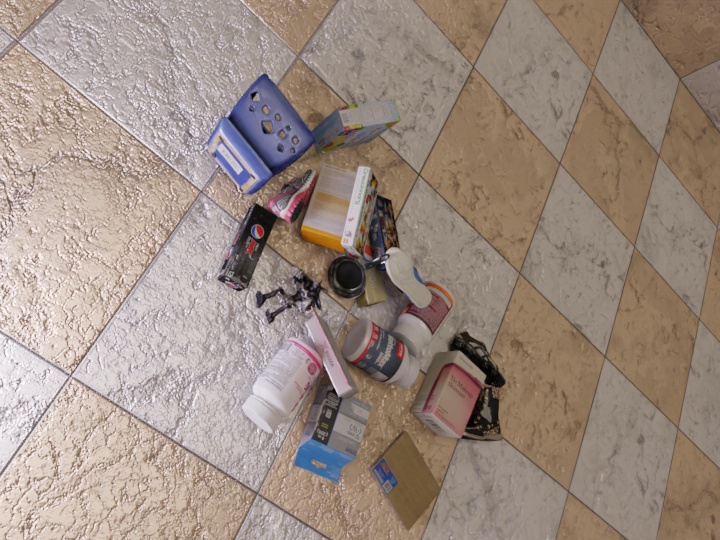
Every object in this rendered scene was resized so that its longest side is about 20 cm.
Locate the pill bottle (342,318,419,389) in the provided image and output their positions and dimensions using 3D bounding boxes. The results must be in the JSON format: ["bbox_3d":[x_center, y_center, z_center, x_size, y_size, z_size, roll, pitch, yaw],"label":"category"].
[{"bbox_3d":[0.059,0.227,1.516,0.197,0.118,0.122,34,65,-22],"label":"pill bottle"}]

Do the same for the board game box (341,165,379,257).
[{"bbox_3d":[0.001,-0.149,1.471,0.033,0.126,0.207,11,83,15],"label":"board game box"}]

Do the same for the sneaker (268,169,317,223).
[{"bbox_3d":[-0.167,-0.207,1.470,0.073,0.082,0.202,24,40,3],"label":"sneaker"}]

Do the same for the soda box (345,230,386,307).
[{"bbox_3d":[0.010,-0.006,1.565,0.066,0.063,0.207,-10,85,-32],"label":"soda box"}]

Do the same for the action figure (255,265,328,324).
[{"bbox_3d":[-0.157,0.061,1.427,0.196,0.102,0.122,-23,80,-31],"label":"action figure"}]

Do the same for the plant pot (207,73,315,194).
[{"bbox_3d":[-0.254,-0.314,1.390,0.201,0.198,0.180,49,66,-14],"label":"plant pot"}]

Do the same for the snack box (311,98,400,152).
[{"bbox_3d":[-0.013,-0.397,1.567,0.196,0.167,0.070,-21,91,-32],"label":"snack box"}]

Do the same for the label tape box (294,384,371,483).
[{"bbox_3d":[-0.067,0.410,1.432,0.141,0.066,0.206,30,65,-23],"label":"label tape box"}]

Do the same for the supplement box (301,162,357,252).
[{"bbox_3d":[-0.071,-0.168,1.514,0.122,0.074,0.206,16,70,4],"label":"supplement box"}]

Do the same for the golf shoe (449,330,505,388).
[{"bbox_3d":[0.363,0.258,1.701,0.199,0.078,0.094,44,45,5],"label":"golf shoe"}]

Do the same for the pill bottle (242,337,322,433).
[{"bbox_3d":[-0.185,0.273,1.358,0.114,0.112,0.202,45,61,-15],"label":"pill bottle"}]

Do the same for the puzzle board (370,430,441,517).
[{"bbox_3d":[0.123,0.568,1.548,0.149,0.017,0.204,-36,99,-31],"label":"puzzle board"}]

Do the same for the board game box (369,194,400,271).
[{"bbox_3d":[0.067,-0.102,1.594,0.135,0.034,0.208,4,75,-66],"label":"board game box"}]

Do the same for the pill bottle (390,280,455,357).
[{"bbox_3d":[0.174,0.137,1.608,0.115,0.113,0.201,49,59,-13],"label":"pill bottle"}]

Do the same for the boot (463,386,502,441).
[{"bbox_3d":[0.347,0.420,1.682,0.195,0.072,0.156,14,74,-33],"label":"boot"}]

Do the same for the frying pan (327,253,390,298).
[{"bbox_3d":[-0.013,-0.011,1.500,0.114,0.191,0.031,41,24,5],"label":"frying pan"}]

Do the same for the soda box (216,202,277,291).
[{"bbox_3d":[-0.277,-0.057,1.397,0.070,0.063,0.205,30,67,-24],"label":"soda box"}]

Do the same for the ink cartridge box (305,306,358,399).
[{"bbox_3d":[-0.076,0.202,1.375,0.044,0.177,0.204,-27,71,0],"label":"ink cartridge box"}]

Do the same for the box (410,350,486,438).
[{"bbox_3d":[0.250,0.349,1.615,0.127,0.108,0.203,39,63,-18],"label":"box"}]

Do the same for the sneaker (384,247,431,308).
[{"bbox_3d":[0.113,0.006,1.543,0.076,0.111,0.201,-41,119,1],"label":"sneaker"}]
